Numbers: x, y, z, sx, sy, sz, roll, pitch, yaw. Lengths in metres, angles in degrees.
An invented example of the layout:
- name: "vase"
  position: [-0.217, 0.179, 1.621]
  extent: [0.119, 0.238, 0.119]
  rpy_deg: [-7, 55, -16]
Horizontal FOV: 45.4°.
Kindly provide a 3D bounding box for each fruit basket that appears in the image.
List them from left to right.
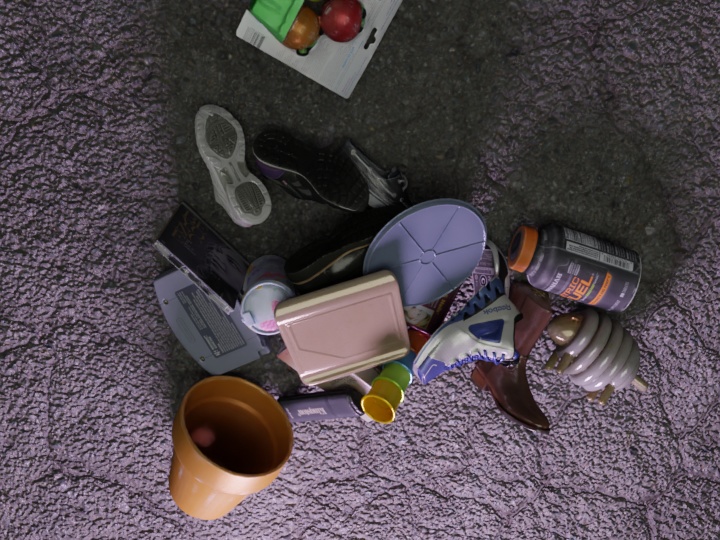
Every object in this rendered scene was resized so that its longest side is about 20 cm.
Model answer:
- name: "fruit basket"
  position: [-0.057, -0.382, 1.266]
  extent: [0.197, 0.094, 0.187]
  rpy_deg: [23, 108, -25]

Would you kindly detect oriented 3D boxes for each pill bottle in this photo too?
- name: "pill bottle"
  position: [0.338, -0.010, 1.382]
  extent: [0.196, 0.107, 0.108]
  rpy_deg: [17, 108, -6]

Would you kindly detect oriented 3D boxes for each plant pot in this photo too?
- name: "plant pot"
  position: [-0.237, 0.314, 1.447]
  extent: [0.197, 0.202, 0.185]
  rpy_deg: [26, 124, -10]

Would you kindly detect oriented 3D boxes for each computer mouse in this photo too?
- name: "computer mouse"
  position: [0.219, 0.050, 1.408]
  extent: [0.043, 0.109, 0.205]
  rpy_deg: [-4, 96, -27]

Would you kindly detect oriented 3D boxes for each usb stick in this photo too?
- name: "usb stick"
  position: [-0.069, 0.226, 1.437]
  extent: [0.198, 0.033, 0.056]
  rpy_deg: [-14, 125, 44]

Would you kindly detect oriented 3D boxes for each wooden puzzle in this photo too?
- name: "wooden puzzle"
  position: [-0.023, 0.085, 1.284]
  extent: [0.182, 0.038, 0.202]
  rpy_deg: [-17, 141, -1]

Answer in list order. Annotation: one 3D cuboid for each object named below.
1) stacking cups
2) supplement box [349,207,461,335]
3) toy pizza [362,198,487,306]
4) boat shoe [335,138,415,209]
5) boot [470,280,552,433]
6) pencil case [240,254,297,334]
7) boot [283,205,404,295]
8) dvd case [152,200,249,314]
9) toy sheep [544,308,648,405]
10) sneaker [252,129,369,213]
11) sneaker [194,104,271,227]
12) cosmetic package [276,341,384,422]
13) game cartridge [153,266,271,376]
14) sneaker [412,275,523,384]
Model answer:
- name: "stacking cups"
  position: [0.070, 0.152, 1.379]
  extent: [0.060, 0.201, 0.061]
  rpy_deg: [18, 135, 20]
- name: "supplement box"
  position: [0.057, -0.002, 1.379]
  extent: [0.197, 0.103, 0.133]
  rpy_deg: [24, 107, -8]
- name: "toy pizza"
  position: [0.093, -0.028, 1.264]
  extent: [0.196, 0.032, 0.203]
  rpy_deg: [-14, 135, -14]
- name: "boat shoe"
  position: [0.043, -0.130, 1.356]
  extent: [0.199, 0.072, 0.068]
  rpy_deg: [38, 106, -6]
- name: "boot"
  position: [0.278, 0.136, 1.406]
  extent: [0.064, 0.186, 0.203]
  rpy_deg: [6, 116, -46]
- name: "pencil case"
  position: [-0.143, 0.034, 1.340]
  extent: [0.089, 0.200, 0.085]
  rpy_deg: [-12, 103, -4]
- name: "boot"
  position: [0.000, 0.000, 1.299]
  extent: [0.197, 0.078, 0.140]
  rpy_deg: [-25, 122, 4]
- name: "dvd case"
  position: [-0.237, -0.025, 1.313]
  extent: [0.016, 0.201, 0.149]
  rpy_deg: [-42, 105, 13]
- name: "toy sheep"
  position: [0.392, 0.140, 1.423]
  extent: [0.199, 0.138, 0.139]
  rpy_deg: [36, 105, -9]
- name: "sneaker"
  position: [-0.072, -0.141, 1.325]
  extent: [0.198, 0.088, 0.076]
  rpy_deg: [31, 67, 11]
- name: "sneaker"
  position: [-0.212, -0.154, 1.335]
  extent: [0.077, 0.099, 0.203]
  rpy_deg: [-20, 86, -27]
- name: "cosmetic package"
  position: [-0.026, 0.150, 1.420]
  extent: [0.199, 0.088, 0.103]
  rpy_deg: [36, 140, -12]
- name: "game cartridge"
  position: [-0.250, 0.075, 1.424]
  extent: [0.131, 0.042, 0.202]
  rpy_deg: [-20, 112, 19]
- name: "sneaker"
  position: [0.179, 0.114, 1.322]
  extent: [0.199, 0.081, 0.115]
  rpy_deg: [-44, 77, -6]
